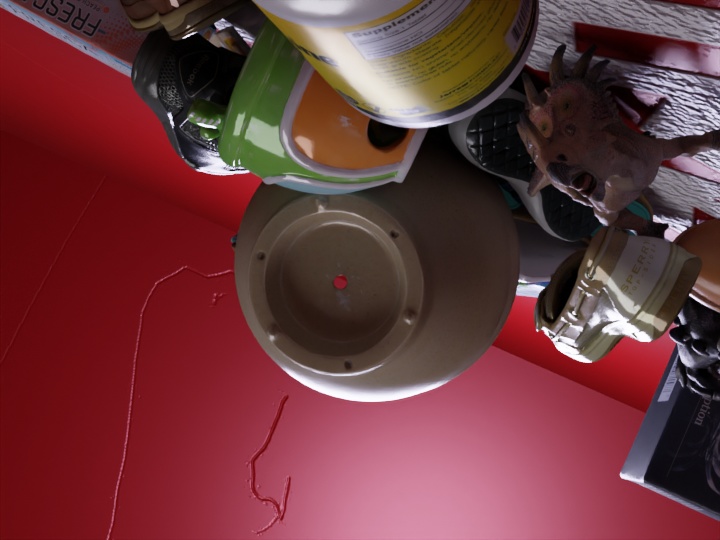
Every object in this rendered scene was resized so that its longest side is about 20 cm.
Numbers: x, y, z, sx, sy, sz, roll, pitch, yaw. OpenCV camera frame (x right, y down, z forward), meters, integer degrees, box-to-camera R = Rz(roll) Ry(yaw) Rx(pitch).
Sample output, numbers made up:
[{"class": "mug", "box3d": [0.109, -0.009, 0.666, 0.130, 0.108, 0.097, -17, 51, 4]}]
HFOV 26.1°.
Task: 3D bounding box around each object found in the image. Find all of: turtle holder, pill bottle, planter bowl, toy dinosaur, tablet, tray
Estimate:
[{"class": "turtle holder", "box3d": [-0.021, -0.106, 0.962, 0.132, 0.141, 0.186, 24, 163, 0]}, {"class": "pill bottle", "box3d": [0.005, -0.142, 0.665, 0.112, 0.113, 0.200, 22, 174, 21]}, {"class": "planter bowl", "box3d": [0.000, 0.000, 1.047, 0.200, 0.200, 0.135, 24, -168, 9]}, {"class": "toy dinosaur", "box3d": [0.129, -0.078, 0.922, 0.135, 0.086, 0.200, 26, 179, -19]}, {"class": "tablet", "box3d": [0.155, -0.024, 1.197, 0.200, 0.014, 0.130, -3, -156, -38]}, {"class": "tray", "box3d": [-0.021, -0.149, 1.134, 0.200, 0.022, 0.107, 27, -172, -30]}]

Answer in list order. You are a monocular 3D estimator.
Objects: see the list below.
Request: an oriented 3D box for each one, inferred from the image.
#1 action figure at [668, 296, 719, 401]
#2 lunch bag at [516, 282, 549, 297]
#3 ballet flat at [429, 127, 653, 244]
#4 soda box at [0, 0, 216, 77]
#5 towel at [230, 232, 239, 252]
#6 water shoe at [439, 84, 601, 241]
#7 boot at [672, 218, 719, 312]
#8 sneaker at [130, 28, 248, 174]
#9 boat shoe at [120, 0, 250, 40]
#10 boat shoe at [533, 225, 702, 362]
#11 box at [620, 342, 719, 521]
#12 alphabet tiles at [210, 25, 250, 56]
[{"class": "action figure", "box3d": [0.293, 0.053, 1.129, 0.102, 0.119, 0.200, -9, -156, -22]}, {"class": "lunch bag", "box3d": [0.109, -0.021, 1.378, 0.161, 0.083, 0.200, 5, 177, 0]}, {"class": "ballet flat", "box3d": [0.125, -0.067, 1.150, 0.200, 0.069, 0.063, 28, -172, -21]}, {"class": "soda box", "box3d": [-0.211, -0.206, 1.160, 0.200, 0.068, 0.064, 29, 176, 15]}, {"class": "towel", "box3d": [0.013, -0.053, 1.236, 0.200, 0.022, 0.147, -21, -170, -39]}, {"class": "water shoe", "box3d": [0.115, -0.088, 1.064, 0.200, 0.072, 0.079, 35, -168, -51]}, {"class": "boot", "box3d": [0.289, -0.007, 0.970, 0.200, 0.074, 0.155, 10, 172, 16]}, {"class": "sneaker", "box3d": [-0.083, -0.103, 1.126, 0.114, 0.076, 0.199, 30, 170, 19]}, {"class": "boat shoe", "box3d": [-0.124, -0.198, 1.013, 0.068, 0.072, 0.200, 62, 170, -19]}, {"class": "boat shoe", "box3d": [0.136, 0.009, 0.915, 0.063, 0.073, 0.201, 30, 174, -4]}, {"class": "box", "box3d": [0.336, 0.113, 1.241, 0.182, 0.200, 0.104, 24, 174, 1]}, {"class": "alphabet tiles", "box3d": [-0.068, -0.118, 1.217, 0.166, 0.006, 0.200, 52, 165, -15]}]
